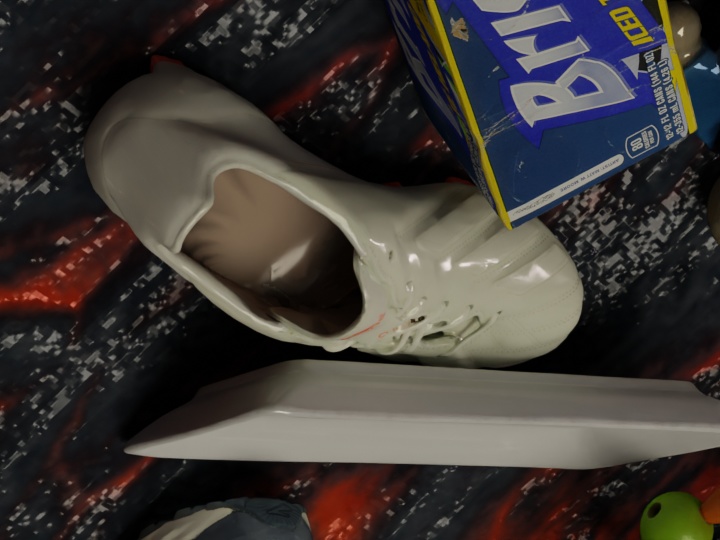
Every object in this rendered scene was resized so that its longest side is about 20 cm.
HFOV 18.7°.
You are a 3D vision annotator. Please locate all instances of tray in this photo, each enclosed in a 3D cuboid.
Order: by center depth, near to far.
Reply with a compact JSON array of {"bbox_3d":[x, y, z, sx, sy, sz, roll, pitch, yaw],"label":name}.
[{"bbox_3d":[0.031,0.049,0.735,0.199,0.022,0.107,4,168,-30],"label":"tray"}]

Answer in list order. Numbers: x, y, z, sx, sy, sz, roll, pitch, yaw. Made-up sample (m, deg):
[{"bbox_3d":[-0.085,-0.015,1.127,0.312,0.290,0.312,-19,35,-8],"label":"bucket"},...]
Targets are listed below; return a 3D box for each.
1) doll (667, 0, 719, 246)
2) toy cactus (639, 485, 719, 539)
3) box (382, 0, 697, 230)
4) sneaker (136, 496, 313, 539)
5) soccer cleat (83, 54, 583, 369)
[{"bbox_3d":[0.161,-0.080,0.700,0.136,0.049,0.201,10,126,-12],"label":"doll"},{"bbox_3d":[0.131,0.138,0.832,0.200,0.103,0.165,-30,159,22],"label":"toy cactus"},{"bbox_3d":[0.034,-0.109,0.604,0.070,0.064,0.200,-27,134,-5],"label":"box"},{"bbox_3d":[-0.061,0.168,0.771,0.077,0.086,0.200,8,123,-33],"label":"sneaker"},{"bbox_3d":[0.000,0.000,0.668,0.200,0.078,0.069,23,114,-39],"label":"soccer cleat"}]
